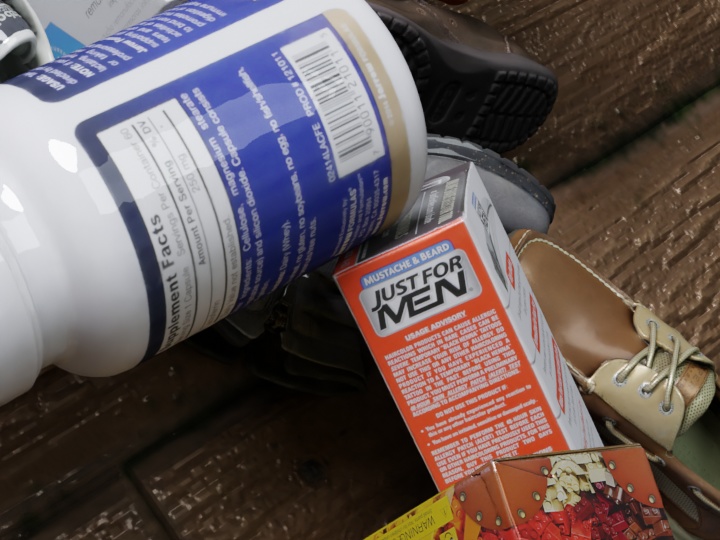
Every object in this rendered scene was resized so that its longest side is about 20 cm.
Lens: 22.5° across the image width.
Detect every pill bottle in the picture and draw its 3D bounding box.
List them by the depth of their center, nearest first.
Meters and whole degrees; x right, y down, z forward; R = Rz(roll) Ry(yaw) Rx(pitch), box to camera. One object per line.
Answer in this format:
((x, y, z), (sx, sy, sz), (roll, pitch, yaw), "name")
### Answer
((-0.082, -0.030, 0.681), (0.200, 0.116, 0.116), (-28, 82, -29), "pill bottle")

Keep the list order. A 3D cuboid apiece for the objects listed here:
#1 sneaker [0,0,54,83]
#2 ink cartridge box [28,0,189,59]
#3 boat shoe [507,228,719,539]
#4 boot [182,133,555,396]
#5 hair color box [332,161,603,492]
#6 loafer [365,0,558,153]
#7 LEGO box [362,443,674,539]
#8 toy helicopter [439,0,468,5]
((-0.183, -0.114, 0.764), (0.200, 0.080, 0.076), (49, 50, 3), "sneaker")
((-0.137, -0.178, 0.809), (0.067, 0.116, 0.200), (-26, 80, -40), "ink cartridge box")
((0.138, 0.055, 0.866), (0.200, 0.074, 0.076), (45, 60, -21), "boat shoe")
((0.000, 0.000, 0.847), (0.199, 0.070, 0.132), (13, 65, -23), "boot")
((0.061, 0.064, 0.774), (0.111, 0.064, 0.201), (-71, 138, -74), "hair color box")
((0.010, -0.106, 0.906), (0.199, 0.073, 0.071), (13, 31, -44), "loafer")
((0.041, 0.171, 0.674), (0.077, 0.200, 0.150), (-1, 64, -36), "LEGO box")
((0.070, -0.200, 0.875), (0.079, 0.200, 0.133), (17, 92, -30), "toy helicopter")
